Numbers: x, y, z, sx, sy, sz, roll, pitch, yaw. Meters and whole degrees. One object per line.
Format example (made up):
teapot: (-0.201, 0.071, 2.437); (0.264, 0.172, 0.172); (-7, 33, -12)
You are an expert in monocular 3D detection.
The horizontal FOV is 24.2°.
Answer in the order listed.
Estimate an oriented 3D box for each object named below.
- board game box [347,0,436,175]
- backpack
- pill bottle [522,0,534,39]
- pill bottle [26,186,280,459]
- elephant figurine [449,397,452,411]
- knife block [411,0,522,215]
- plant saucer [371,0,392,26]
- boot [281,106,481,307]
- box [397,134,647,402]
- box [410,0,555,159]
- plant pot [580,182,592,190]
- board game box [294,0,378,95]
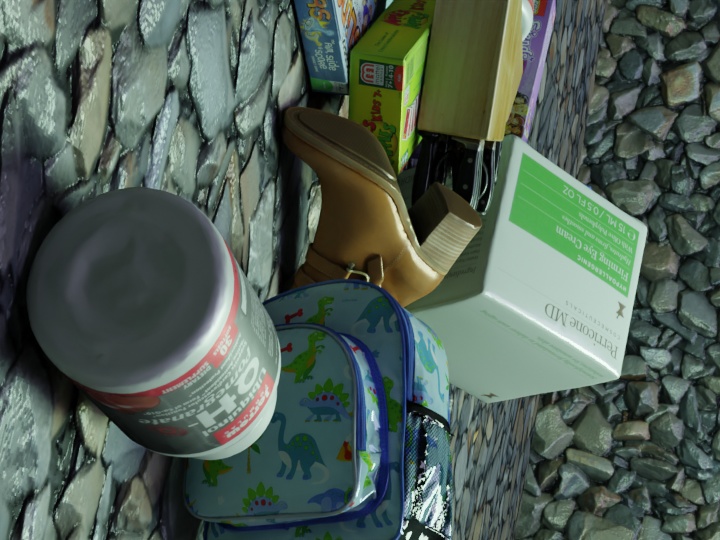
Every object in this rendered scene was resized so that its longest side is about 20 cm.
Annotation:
board game box: (0.040, -0.172, 1.423); (0.200, 0.047, 0.103); (-57, 154, -57)
backpack: (-0.027, 0.109, 1.195); (0.147, 0.181, 0.202); (38, 49, -52)
pill bottle: (0.122, -0.328, 1.679); (0.114, 0.112, 0.202); (76, 19, -60)
pill bottle: (-0.106, 0.041, 0.945); (0.200, 0.109, 0.112); (67, 35, -67)
elephant figurine: (-0.007, 0.202, 1.423); (0.200, 0.154, 0.143); (-26, 102, -65)
knife block: (0.086, -0.143, 1.391); (0.201, 0.063, 0.177); (83, 21, -50)
plant saucer: (0.029, -0.241, 1.515); (0.201, 0.038, 0.203); (9, 90, -77)
boot: (-0.019, -0.031, 1.347); (0.155, 0.199, 0.077); (-47, -144, 21)
box: (0.133, 0.004, 1.623); (0.198, 0.199, 0.173); (30, 63, -31)
box: (0.114, -0.200, 1.699); (0.039, 0.135, 0.202); (76, 26, -61)
plant pot: (0.147, -0.009, 1.866); (0.180, 0.198, 0.202); (-18, 117, -84)
board game box: (-0.019, -0.252, 1.302); (0.201, 0.034, 0.137); (79, 24, -58)
